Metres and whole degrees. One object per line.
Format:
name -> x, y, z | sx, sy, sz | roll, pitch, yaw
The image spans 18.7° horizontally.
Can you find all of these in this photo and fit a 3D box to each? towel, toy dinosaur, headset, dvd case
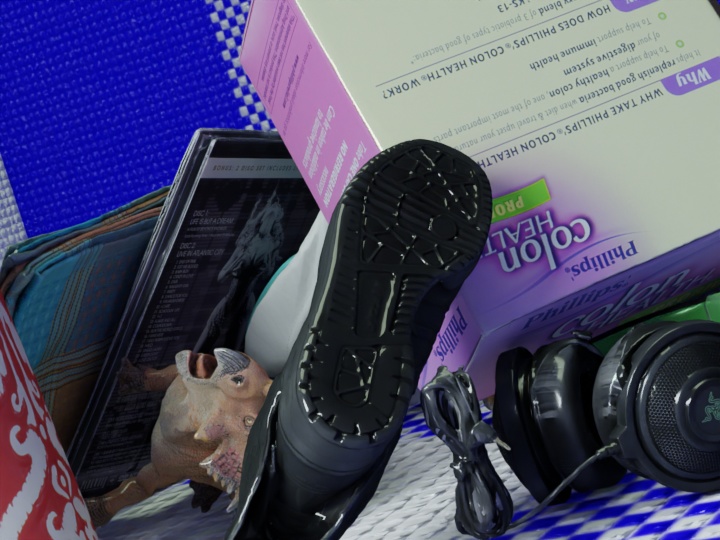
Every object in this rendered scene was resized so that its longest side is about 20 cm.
towel -> -0.142, 0.062, 1.068 | 0.022, 0.201, 0.146 | 28, 28, 22
toy dinosaur -> -0.046, 0.082, 1.025 | 0.135, 0.086, 0.200 | -1, -4, 30
headset -> 0.097, 0.044, 0.860 | 0.123, 0.094, 0.200 | -12, 15, 44
dvd case -> -0.074, 0.021, 1.110 | 0.016, 0.201, 0.148 | 32, 18, 26

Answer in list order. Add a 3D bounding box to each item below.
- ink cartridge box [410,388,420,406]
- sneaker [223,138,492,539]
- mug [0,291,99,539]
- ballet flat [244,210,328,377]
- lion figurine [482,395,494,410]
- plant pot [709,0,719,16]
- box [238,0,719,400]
ink cartridge box -> 0.089, -0.008, 1.164 | 0.199, 0.118, 0.067 | -20, 2, 44
sneaker -> -0.008, 0.044, 0.838 | 0.104, 0.060, 0.200 | 116, 178, -46
mug -> -0.200, 0.077, 0.911 | 0.133, 0.201, 0.177 | -24, 9, -41
ballet flat -> 0.000, 0.000, 1.077 | 0.069, 0.069, 0.200 | -24, -27, -48
lion figurine -> 0.031, 0.011, 1.127 | 0.072, 0.123, 0.199 | -13, 11, -43
plant pot -> 0.171, -0.069, 1.260 | 0.199, 0.176, 0.200 | -16, 5, 1
box -> 0.071, -0.067, 0.970 | 0.175, 0.201, 0.097 | -23, -20, -20
